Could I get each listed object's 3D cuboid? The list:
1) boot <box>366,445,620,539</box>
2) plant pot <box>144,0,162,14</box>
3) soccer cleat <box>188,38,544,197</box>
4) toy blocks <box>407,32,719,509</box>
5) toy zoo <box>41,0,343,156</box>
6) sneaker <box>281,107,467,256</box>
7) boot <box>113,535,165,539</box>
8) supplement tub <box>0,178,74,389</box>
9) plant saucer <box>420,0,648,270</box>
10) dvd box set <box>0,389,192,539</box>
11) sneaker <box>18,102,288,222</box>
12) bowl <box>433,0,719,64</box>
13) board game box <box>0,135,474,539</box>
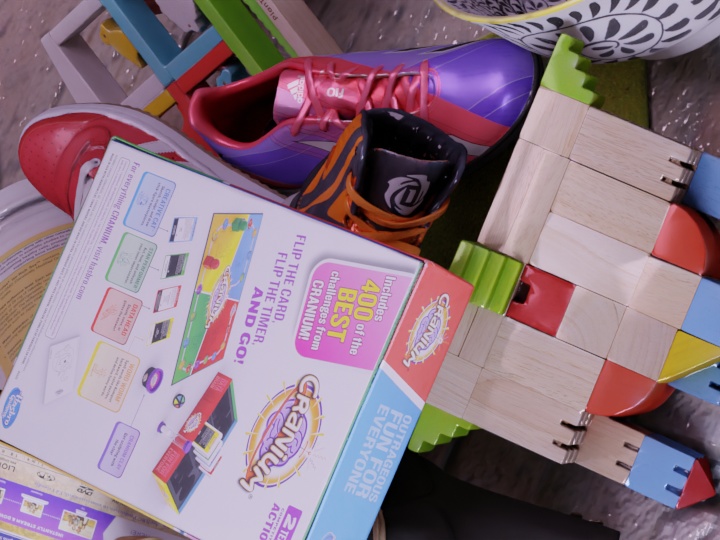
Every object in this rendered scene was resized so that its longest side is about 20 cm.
[{"bbox_3d":[0.056,0.123,1.362,0.200,0.138,0.078,-86,-3,-71],"label":"boot"},{"bbox_3d":[-0.086,-0.247,1.612,0.195,0.200,0.202,-29,51,44],"label":"plant pot"},{"bbox_3d":[0.001,-0.079,1.437,0.200,0.073,0.069,-10,62,43],"label":"soccer cleat"},{"bbox_3d":[0.118,0.014,1.306,0.136,0.100,0.201,23,95,17],"label":"toy blocks"},{"bbox_3d":[-0.096,-0.106,1.580,0.020,0.131,0.200,-40,3,-42],"label":"toy zoo"},{"bbox_3d":[0.000,0.000,1.337,0.201,0.077,0.112,-96,28,-44],"label":"sneaker"},{"bbox_3d":[-0.040,0.208,1.319,0.107,0.200,0.075,1,41,45],"label":"boot"},{"bbox_3d":[-0.135,0.055,1.533,0.146,0.145,0.200,-49,43,17],"label":"supplement tub"},{"bbox_3d":[0.052,-0.035,1.455,0.200,0.048,0.201,-24,55,38],"label":"plant saucer"},{"bbox_3d":[-0.144,0.172,1.420,0.029,0.146,0.201,-60,-13,-78],"label":"dvd box set"},{"bbox_3d":[-0.113,-0.016,1.445,0.199,0.112,0.071,25,126,25],"label":"sneaker"},{"bbox_3d":[0.135,-0.163,1.380,0.200,0.094,0.201,-27,36,22],"label":"bowl"},{"bbox_3d":[-0.062,0.041,1.302,0.200,0.040,0.154,23,88,38],"label":"board game box"}]
